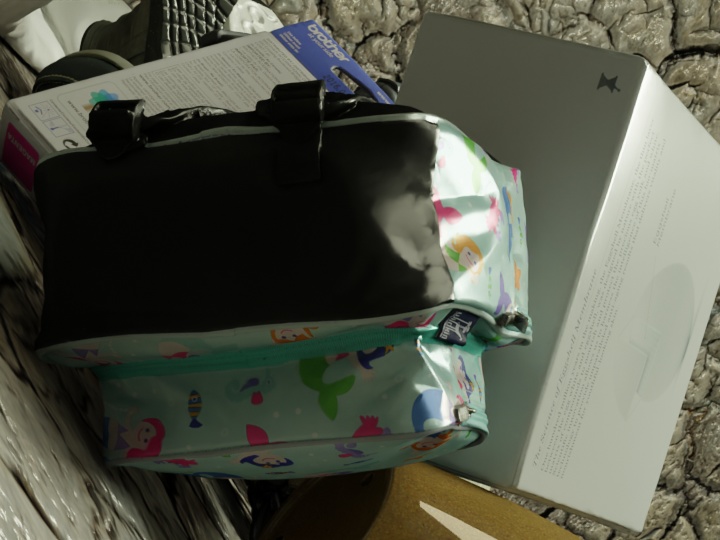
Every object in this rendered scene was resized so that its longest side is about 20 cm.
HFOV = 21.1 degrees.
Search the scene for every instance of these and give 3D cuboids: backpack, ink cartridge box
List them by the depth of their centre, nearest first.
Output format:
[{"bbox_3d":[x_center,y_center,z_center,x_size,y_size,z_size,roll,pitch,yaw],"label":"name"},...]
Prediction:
[{"bbox_3d":[-0.018,0.006,0.772,0.200,0.176,0.152,-8,91,-72],"label":"backpack"},{"bbox_3d":[-0.063,-0.055,0.937,0.119,0.199,0.042,46,-44,22],"label":"ink cartridge box"}]

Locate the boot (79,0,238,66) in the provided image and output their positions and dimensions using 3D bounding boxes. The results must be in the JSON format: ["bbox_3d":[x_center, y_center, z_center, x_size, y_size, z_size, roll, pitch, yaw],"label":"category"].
[{"bbox_3d":[-0.133,-0.153,1.179,0.067,0.202,0.130,12,-7,-38],"label":"boot"}]

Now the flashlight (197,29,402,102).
[{"bbox_3d":[-0.025,-0.098,1.150,0.199,0.067,0.069,2,71,-56],"label":"flashlight"}]

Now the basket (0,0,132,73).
[{"bbox_3d":[-0.177,-0.251,1.299,0.162,0.197,0.200,57,0,10],"label":"basket"}]

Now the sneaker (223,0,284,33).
[{"bbox_3d":[-0.101,-0.061,1.218,0.080,0.146,0.202,16,53,-48],"label":"sneaker"}]

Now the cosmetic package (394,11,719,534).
[{"bbox_3d":[0.086,0.008,0.947,0.122,0.201,0.200,16,-6,26],"label":"cosmetic package"}]

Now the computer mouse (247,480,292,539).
[{"bbox_3d":[-0.005,0.200,1.078,0.201,0.044,0.110,54,-4,-10],"label":"computer mouse"}]

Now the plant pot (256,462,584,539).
[{"bbox_3d":[0.047,0.174,0.842,0.200,0.186,0.187,45,5,-20],"label":"plant pot"}]

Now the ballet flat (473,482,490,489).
[{"bbox_3d":[0.043,0.112,1.219,0.067,0.063,0.199,44,17,24],"label":"ballet flat"}]

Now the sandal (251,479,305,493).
[{"bbox_3d":[-0.037,0.127,1.204,0.202,0.057,0.080,61,0,2],"label":"sandal"}]

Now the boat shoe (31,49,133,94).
[{"bbox_3d":[-0.141,-0.070,1.093,0.199,0.061,0.073,34,-44,42],"label":"boat shoe"}]
